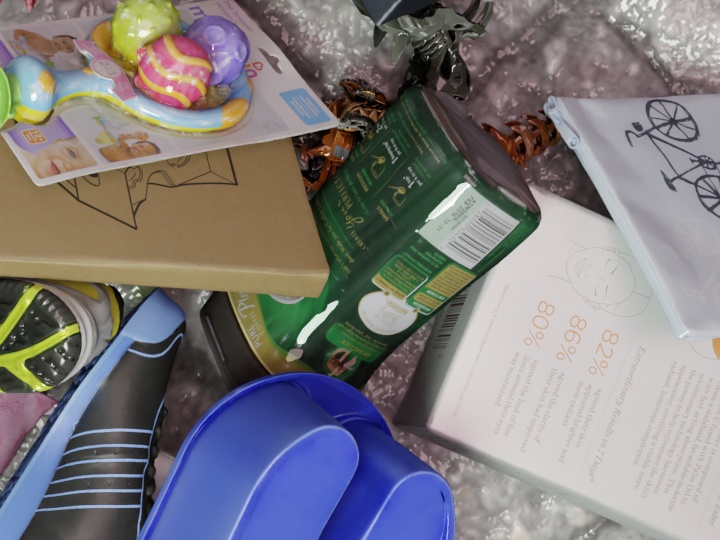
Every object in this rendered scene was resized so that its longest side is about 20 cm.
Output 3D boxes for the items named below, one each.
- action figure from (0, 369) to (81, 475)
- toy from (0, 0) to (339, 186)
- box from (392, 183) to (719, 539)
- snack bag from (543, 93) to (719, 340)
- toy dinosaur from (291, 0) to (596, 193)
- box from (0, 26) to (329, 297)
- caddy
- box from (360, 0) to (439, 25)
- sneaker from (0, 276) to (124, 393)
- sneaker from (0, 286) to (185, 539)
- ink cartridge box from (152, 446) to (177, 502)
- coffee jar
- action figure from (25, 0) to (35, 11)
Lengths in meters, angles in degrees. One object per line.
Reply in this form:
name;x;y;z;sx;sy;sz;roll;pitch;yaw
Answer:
action figure;-0.243;0.142;1.040;0.148;0.134;0.201;5;86;-37
toy;-0.111;-0.112;0.993;0.199;0.047;0.115;-17;56;-38
box;0.143;0.061;1.097;0.199;0.106;0.153;25;83;-8
snack bag;0.220;-0.030;1.081;0.199;0.021;0.189;-4;52;-29
toy dinosaur;0.035;-0.091;1.106;0.199;0.102;0.136;-10;105;-28
box;-0.125;-0.059;0.990;0.199;0.021;0.164;5;48;-27
caddy;-0.043;0.153;0.977;0.141;0.105;0.201;29;85;-31
box;0.052;-0.270;1.038;0.200;0.117;0.197;-27;81;-36
sneaker;-0.215;0.024;0.986;0.199;0.076;0.076;12;104;25
sneaker;-0.136;0.108;0.991;0.078;0.070;0.200;34;73;-10
ink cartridge box;-0.066;0.207;1.064;0.199;0.086;0.148;30;83;-7
coffee jar;0.000;0.000;1.043;0.200;0.104;0.085;-44;132;17
action figure;-0.192;-0.238;1.025;0.133;0.149;0.201;-6;75;-17
